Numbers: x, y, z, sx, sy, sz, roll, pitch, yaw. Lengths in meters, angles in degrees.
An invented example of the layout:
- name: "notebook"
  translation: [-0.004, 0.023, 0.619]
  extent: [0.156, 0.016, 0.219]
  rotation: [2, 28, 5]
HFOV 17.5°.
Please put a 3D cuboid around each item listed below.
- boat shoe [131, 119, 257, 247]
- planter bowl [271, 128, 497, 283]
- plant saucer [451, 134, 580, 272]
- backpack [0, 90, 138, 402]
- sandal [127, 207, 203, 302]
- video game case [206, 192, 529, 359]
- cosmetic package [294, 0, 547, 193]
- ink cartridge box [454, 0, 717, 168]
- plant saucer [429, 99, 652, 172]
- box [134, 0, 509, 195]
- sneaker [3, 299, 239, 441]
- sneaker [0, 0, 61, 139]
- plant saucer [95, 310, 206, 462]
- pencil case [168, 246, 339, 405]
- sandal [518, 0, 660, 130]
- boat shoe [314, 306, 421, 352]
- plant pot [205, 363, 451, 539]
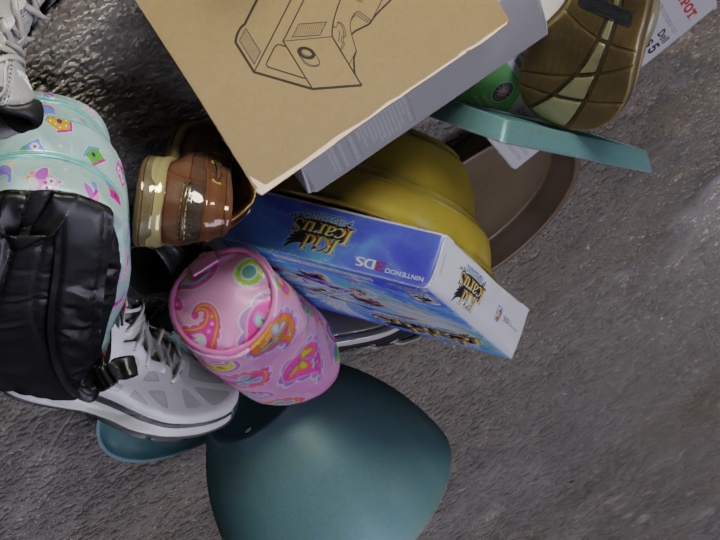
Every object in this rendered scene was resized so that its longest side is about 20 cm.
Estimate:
- name: "boat shoe"
  translation: [-0.101, -0.053, 1.551]
  extent: [0.200, 0.067, 0.073]
  rotation: [-65, 162, -75]
- name: "planter bowl"
  translation: [0.018, -0.059, 1.711]
  extent: [0.200, 0.199, 0.084]
  rotation: [40, 67, -63]
- name: "plant saucer"
  translation: [0.093, -0.052, 1.920]
  extent: [0.199, 0.030, 0.201]
  rotation: [-29, 153, -16]
- name: "backpack"
  translation: [-0.220, -0.014, 1.485]
  extent: [0.166, 0.127, 0.201]
  rotation: [-1, 139, -18]
- name: "sandal"
  translation: [-0.138, -0.015, 1.656]
  extent: [0.048, 0.076, 0.200]
  rotation: [-25, 165, 14]
- name: "video game case"
  translation: [0.000, 0.000, 1.690]
  extent: [0.181, 0.199, 0.046]
  rotation: [36, 71, -62]
- name: "cosmetic package"
  translation: [0.016, -0.159, 1.572]
  extent: [0.199, 0.107, 0.090]
  rotation: [-31, 153, -5]
- name: "ink cartridge box"
  translation: [0.147, -0.187, 1.701]
  extent: [0.200, 0.084, 0.145]
  rotation: [-39, 152, 6]
- name: "plant saucer"
  translation: [0.133, -0.096, 1.673]
  extent: [0.199, 0.070, 0.019]
  rotation: [8, 101, -52]
- name: "box"
  translation: [-0.025, -0.169, 1.482]
  extent: [0.199, 0.021, 0.164]
  rotation: [-34, 109, -4]
- name: "sneaker"
  translation: [-0.161, 0.053, 1.695]
  extent: [0.199, 0.076, 0.116]
  rotation: [13, 126, -29]
- name: "sneaker"
  translation: [-0.192, -0.138, 1.347]
  extent: [0.199, 0.116, 0.075]
  rotation: [-35, 154, -2]
- name: "plant saucer"
  translation: [-0.129, 0.074, 1.853]
  extent: [0.199, 0.036, 0.201]
  rotation: [-27, 153, -16]
- name: "pencil case"
  translation: [-0.075, 0.042, 1.687]
  extent: [0.087, 0.088, 0.200]
  rotation: [-37, 162, 3]
- name: "sandal"
  translation: [0.169, -0.177, 1.595]
  extent: [0.054, 0.080, 0.201]
  rotation: [-45, 159, -47]
- name: "boat shoe"
  translation: [0.017, 0.031, 1.859]
  extent: [0.199, 0.074, 0.061]
  rotation: [-26, 149, -37]
- name: "plant pot"
  translation: [-0.047, 0.147, 1.855]
  extent: [0.200, 0.200, 0.135]
  rotation: [-37, 118, 3]
